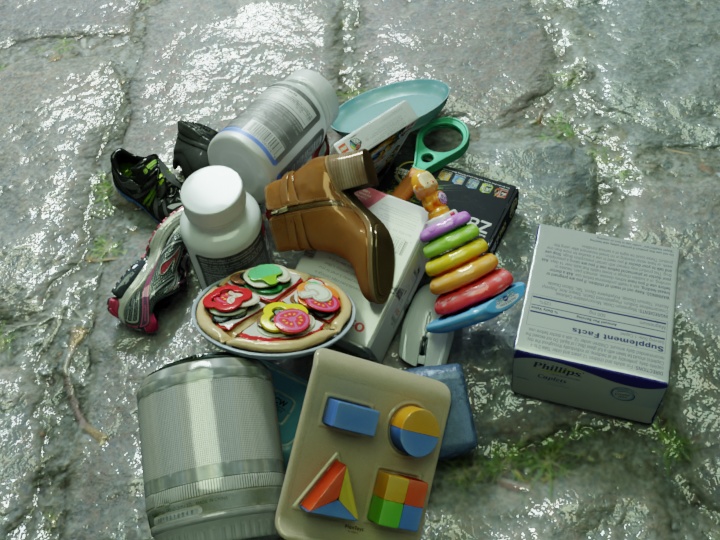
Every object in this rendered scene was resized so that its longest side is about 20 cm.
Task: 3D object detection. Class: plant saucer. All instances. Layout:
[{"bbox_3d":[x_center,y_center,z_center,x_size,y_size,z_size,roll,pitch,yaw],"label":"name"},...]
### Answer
[{"bbox_3d":[0.047,-0.250,1.321,0.195,0.028,0.202,-13,30,8],"label":"plant saucer"}]

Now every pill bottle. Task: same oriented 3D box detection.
[{"bbox_3d":[-0.179,-0.040,1.124,0.108,0.202,0.113,-2,53,3],"label":"pill bottle"},{"bbox_3d":[-0.118,-0.196,1.197,0.112,0.115,0.201,21,49,21],"label":"pill bottle"}]

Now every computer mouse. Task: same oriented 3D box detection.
[{"bbox_3d":[0.083,0.089,1.097,0.107,0.044,0.203,7,55,13],"label":"computer mouse"}]

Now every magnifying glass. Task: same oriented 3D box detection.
[{"bbox_3d":[0.095,-0.157,1.233,0.078,0.023,0.201,22,59,24],"label":"magnifying glass"}]

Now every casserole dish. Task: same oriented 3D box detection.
[{"bbox_3d":[-0.126,0.171,1.065,0.197,0.039,0.122,23,60,20],"label":"casserole dish"}]

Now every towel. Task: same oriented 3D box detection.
[{"bbox_3d":[0.037,0.180,1.012,0.195,0.049,0.114,-10,81,2],"label":"towel"}]

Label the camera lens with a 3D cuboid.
[{"bbox_3d":[-0.166,0.205,0.943,0.156,0.160,0.205,-10,71,-1],"label":"camera lens"}]

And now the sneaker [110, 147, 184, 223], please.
[{"bbox_3d":[-0.310,-0.127,1.276,0.197,0.084,0.071,28,61,23],"label":"sneaker"}]

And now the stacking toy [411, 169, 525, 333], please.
[{"bbox_3d":[0.114,-0.033,1.051,0.115,0.109,0.204,-23,90,-40],"label":"stacking toy"}]

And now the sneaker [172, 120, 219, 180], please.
[{"bbox_3d":[-0.224,-0.158,1.288,0.075,0.092,0.199,7,21,-44],"label":"sneaker"}]

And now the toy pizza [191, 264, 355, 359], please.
[{"bbox_3d":[-0.102,0.039,0.998,0.195,0.032,0.201,2,28,-1],"label":"toy pizza"}]

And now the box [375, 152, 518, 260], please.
[{"bbox_3d":[0.110,-0.077,1.213,0.196,0.050,0.163,20,61,22],"label":"box"}]

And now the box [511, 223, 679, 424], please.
[{"bbox_3d":[0.293,0.064,1.053,0.180,0.106,0.203,11,55,13],"label":"box"}]

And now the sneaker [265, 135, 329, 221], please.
[{"bbox_3d":[-0.127,-0.141,1.284,0.113,0.080,0.202,5,42,21],"label":"sneaker"}]

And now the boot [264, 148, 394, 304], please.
[{"bbox_3d":[-0.042,-0.042,1.068,0.152,0.073,0.205,-15,75,22],"label":"boot"}]

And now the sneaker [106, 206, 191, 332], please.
[{"bbox_3d":[-0.271,-0.005,1.190,0.074,0.081,0.202,30,75,7],"label":"sneaker"}]

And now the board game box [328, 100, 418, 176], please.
[{"bbox_3d":[0.002,-0.159,1.197,0.125,0.200,0.035,-34,84,-17],"label":"board game box"}]

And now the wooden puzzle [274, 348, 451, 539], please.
[{"bbox_3d":[0.013,0.204,0.919,0.182,0.046,0.205,18,78,-26],"label":"wooden puzzle"}]

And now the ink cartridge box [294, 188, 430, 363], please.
[{"bbox_3d":[0.000,0.000,1.118,0.144,0.083,0.203,22,76,21],"label":"ink cartridge box"}]
